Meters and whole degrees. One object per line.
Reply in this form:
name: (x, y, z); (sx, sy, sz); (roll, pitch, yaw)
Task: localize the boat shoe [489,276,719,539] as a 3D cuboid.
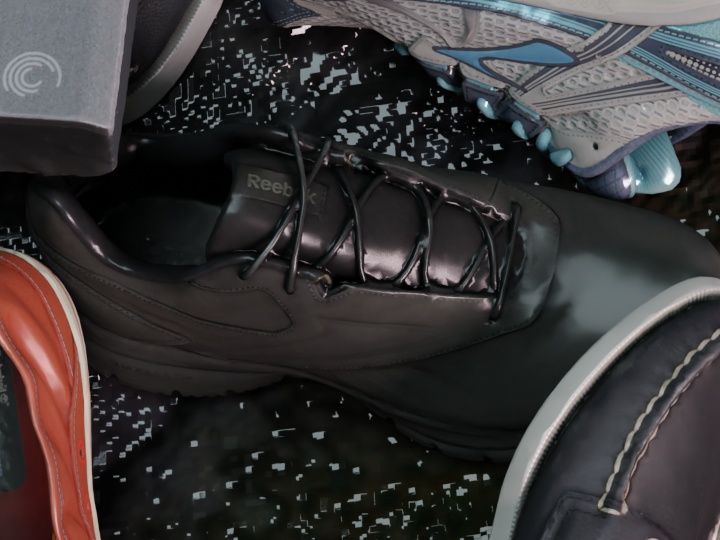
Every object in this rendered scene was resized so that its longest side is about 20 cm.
boat shoe: (0.056, 0.095, 0.698); (0.060, 0.074, 0.200); (25, 77, 48)

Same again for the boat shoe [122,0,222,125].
boat shoe: (-0.053, -0.141, 0.835); (0.075, 0.060, 0.201); (13, 72, 17)

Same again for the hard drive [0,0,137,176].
hard drive: (-0.126, -0.121, 0.764); (0.139, 0.033, 0.201); (4, 62, 1)

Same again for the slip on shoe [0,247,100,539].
slip on shoe: (-0.095, 0.093, 0.731); (0.074, 0.061, 0.201); (-10, 86, 15)

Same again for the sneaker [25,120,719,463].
sneaker: (0.000, 0.000, 0.750); (0.199, 0.091, 0.076); (3, 65, 12)

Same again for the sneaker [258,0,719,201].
sneaker: (0.054, -0.061, 0.770); (0.199, 0.078, 0.087); (7, 108, 33)
